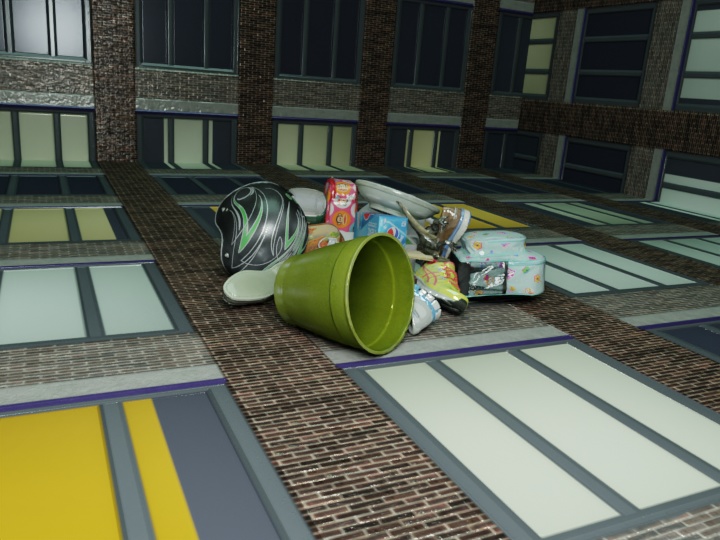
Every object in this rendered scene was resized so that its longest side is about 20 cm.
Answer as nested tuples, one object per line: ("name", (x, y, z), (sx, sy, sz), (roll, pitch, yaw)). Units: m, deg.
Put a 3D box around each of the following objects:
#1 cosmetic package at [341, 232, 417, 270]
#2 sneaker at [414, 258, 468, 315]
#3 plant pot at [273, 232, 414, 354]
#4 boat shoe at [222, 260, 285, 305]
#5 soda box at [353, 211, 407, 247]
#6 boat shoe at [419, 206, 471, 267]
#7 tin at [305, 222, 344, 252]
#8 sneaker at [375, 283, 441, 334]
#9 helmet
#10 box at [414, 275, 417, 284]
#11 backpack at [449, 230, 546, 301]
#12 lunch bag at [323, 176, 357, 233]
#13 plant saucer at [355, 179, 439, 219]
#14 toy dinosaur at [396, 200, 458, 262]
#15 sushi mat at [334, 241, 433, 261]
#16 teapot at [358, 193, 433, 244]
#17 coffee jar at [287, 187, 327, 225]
("cosmetic package", (0.022, -0.039, 1.564), (0.200, 0.085, 0.108), (1, 20, -15))
("sneaker", (0.167, 0.022, 1.336), (0.078, 0.090, 0.200), (40, -1, -28))
("plant pot", (-0.039, 0.035, 1.131), (0.193, 0.201, 0.200), (2, 11, 36))
("boat shoe", (-0.196, 0.036, 1.295), (0.072, 0.061, 0.201), (50, 37, 17))
("soda box", (0.039, -0.089, 1.419), (0.064, 0.068, 0.200), (3, 7, -16))
("boat shoe", (0.173, -0.071, 1.473), (0.072, 0.200, 0.072), (22, 39, -7))
("tin", (-0.126, -0.051, 1.493), (0.200, 0.112, 0.042), (-4, -32, 31))
("sneaker", (0.050, 0.042, 1.210), (0.200, 0.075, 0.087), (37, 55, 17))
("helmet", (-0.209, -0.074, 1.410), (0.200, 0.200, 0.191), (-3, 53, -25))
("box", (0.003, 0.032, 1.324), (0.200, 0.075, 0.100), (-4, 22, -22))
("backpack", (0.301, -0.010, 1.421), (0.200, 0.154, 0.176), (7, 8, -2))
("lunch bag", (-0.057, -0.134, 1.669), (0.082, 0.200, 0.176), (3, 13, -9))
("plant saucer", (0.076, -0.146, 1.461), (0.200, 0.050, 0.200), (19, 3, -1))
("toy dinosaur", (0.155, -0.073, 1.388), (0.088, 0.200, 0.047), (-7, 40, 40))
("sushi mat", (0.049, -0.041, 1.382), (0.200, 0.012, 0.096), (6, 6, -16))
("teapot", (0.090, -0.098, 1.694), (0.200, 0.146, 0.197), (-24, -17, 19))
("coffee jar", (-0.141, -0.111, 1.597), (0.104, 0.200, 0.085), (6, 59, -5))
